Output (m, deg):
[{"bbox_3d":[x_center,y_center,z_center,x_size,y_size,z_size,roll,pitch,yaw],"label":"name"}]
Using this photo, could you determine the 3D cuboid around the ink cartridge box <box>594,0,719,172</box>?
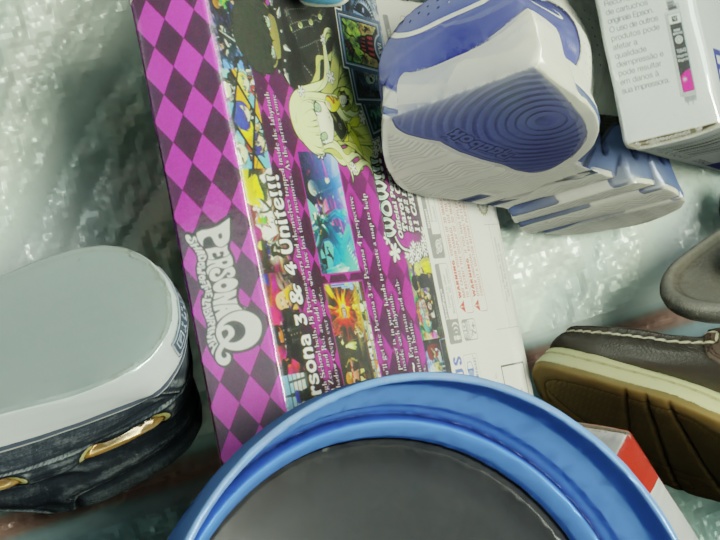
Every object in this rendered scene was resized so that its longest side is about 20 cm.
[{"bbox_3d":[0.121,-0.141,0.829,0.196,0.043,0.201,-1,81,-70],"label":"ink cartridge box"}]

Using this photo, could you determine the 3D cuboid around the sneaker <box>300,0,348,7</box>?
[{"bbox_3d":[0.044,-0.165,0.716,0.199,0.077,0.081,-30,115,2],"label":"sneaker"}]

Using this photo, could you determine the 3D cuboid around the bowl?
[{"bbox_3d":[0.021,0.133,0.659,0.200,0.039,0.202,7,74,-27],"label":"bowl"}]

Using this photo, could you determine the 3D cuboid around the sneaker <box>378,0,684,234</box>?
[{"bbox_3d":[0.057,-0.085,0.797,0.199,0.080,0.116,24,54,-65],"label":"sneaker"}]

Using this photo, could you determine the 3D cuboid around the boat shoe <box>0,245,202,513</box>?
[{"bbox_3d":[-0.149,0.056,0.713,0.199,0.091,0.071,-13,60,-2],"label":"boat shoe"}]

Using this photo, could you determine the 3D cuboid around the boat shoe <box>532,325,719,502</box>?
[{"bbox_3d":[0.161,0.051,0.795,0.065,0.199,0.073,-61,150,-24],"label":"boat shoe"}]

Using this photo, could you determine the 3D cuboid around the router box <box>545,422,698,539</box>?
[{"bbox_3d":[0.071,0.186,0.766,0.180,0.049,0.200,54,56,-37],"label":"router box"}]

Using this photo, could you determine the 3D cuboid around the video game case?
[{"bbox_3d":[0.000,0.000,0.766,0.181,0.036,0.201,-7,84,-60],"label":"video game case"}]

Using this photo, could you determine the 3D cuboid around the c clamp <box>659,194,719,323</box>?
[{"bbox_3d":[0.204,-0.018,0.817,0.170,0.199,0.027,-27,111,-36],"label":"c clamp"}]
